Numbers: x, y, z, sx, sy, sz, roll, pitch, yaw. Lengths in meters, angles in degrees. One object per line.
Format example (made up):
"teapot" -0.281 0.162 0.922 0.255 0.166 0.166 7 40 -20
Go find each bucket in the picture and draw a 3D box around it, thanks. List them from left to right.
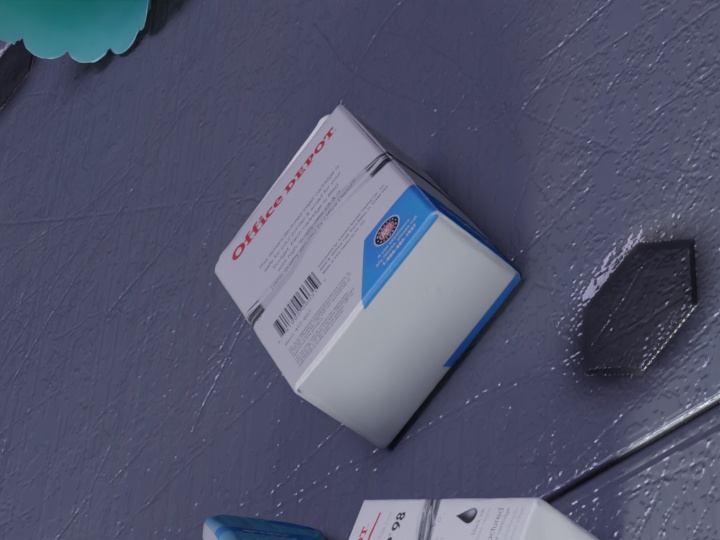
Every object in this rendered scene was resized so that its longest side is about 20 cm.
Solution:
"bucket" -0.260 -0.302 2.272 0.207 0.207 0.135 -28 31 40

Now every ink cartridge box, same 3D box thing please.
"ink cartridge box" 0.000 0.000 1.675 0.146 0.084 0.200 -52 28 8
"ink cartridge box" 0.038 0.192 1.435 0.199 0.067 0.117 -8 54 54

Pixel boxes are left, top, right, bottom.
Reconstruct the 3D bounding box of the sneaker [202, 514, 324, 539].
"sneaker" -0.063 0.222 1.554 0.200 0.079 0.132 -121 39 -84
